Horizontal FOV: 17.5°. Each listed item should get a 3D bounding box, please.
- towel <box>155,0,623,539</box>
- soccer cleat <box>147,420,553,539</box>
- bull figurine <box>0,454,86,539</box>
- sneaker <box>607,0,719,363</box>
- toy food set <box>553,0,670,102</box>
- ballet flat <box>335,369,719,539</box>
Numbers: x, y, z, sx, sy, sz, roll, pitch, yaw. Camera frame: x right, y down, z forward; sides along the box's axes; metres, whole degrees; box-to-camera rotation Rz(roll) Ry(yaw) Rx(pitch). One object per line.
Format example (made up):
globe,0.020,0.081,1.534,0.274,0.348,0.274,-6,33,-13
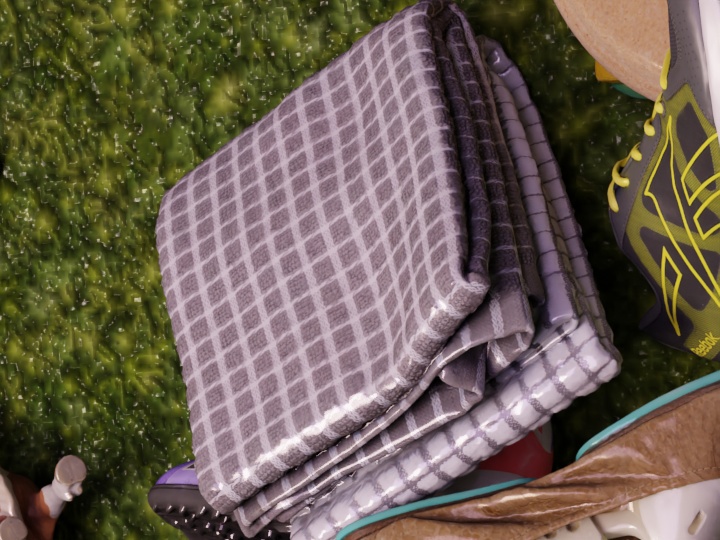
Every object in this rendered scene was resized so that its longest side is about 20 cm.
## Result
towel,0.000,0.000,0.949,0.166,0.086,0.200,-35,40,22
soccer cleat,-0.004,0.085,1.016,0.200,0.068,0.073,-7,59,35
bull figurine,-0.163,0.145,1.083,0.121,0.065,0.200,-21,87,60
sneaker,0.129,-0.040,0.890,0.085,0.074,0.200,2,122,29
toy food set,0.156,-0.159,0.930,0.198,0.049,0.200,1,91,28
ballet flat,0.087,0.100,0.885,0.200,0.068,0.072,-22,64,2
